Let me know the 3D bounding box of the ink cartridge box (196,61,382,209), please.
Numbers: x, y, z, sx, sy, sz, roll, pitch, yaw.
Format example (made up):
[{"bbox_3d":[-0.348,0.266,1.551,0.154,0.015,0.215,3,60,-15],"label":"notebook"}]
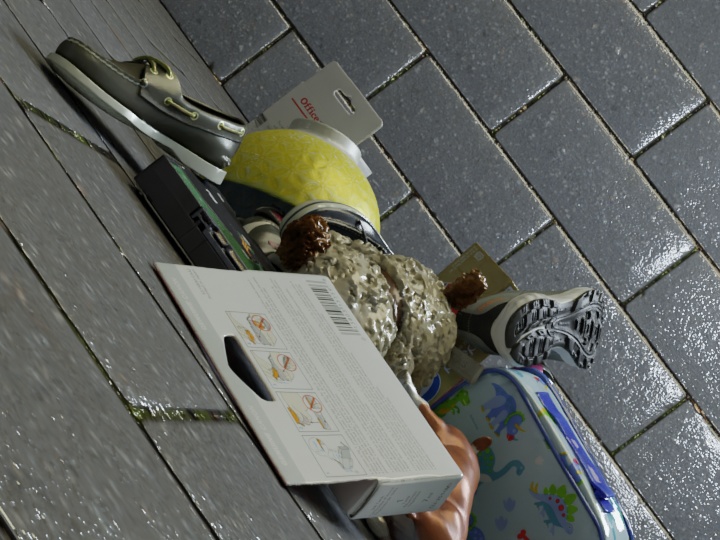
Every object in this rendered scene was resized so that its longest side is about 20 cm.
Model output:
[{"bbox_3d":[-0.070,-0.123,1.591,0.116,0.199,0.067,54,2,30],"label":"ink cartridge box"}]

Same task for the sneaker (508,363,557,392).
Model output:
[{"bbox_3d":[0.150,0.176,1.331,0.088,0.073,0.201,-111,-156,-48],"label":"sneaker"}]

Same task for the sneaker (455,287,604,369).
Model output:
[{"bbox_3d":[0.159,0.046,1.297,0.079,0.075,0.199,12,4,37],"label":"sneaker"}]

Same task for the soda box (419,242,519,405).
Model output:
[{"bbox_3d":[0.061,0.071,1.343,0.068,0.200,0.064,50,0,45],"label":"soda box"}]

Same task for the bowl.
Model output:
[{"bbox_3d":[-0.056,-0.088,1.452,0.199,0.108,0.200,25,-14,7],"label":"bowl"}]

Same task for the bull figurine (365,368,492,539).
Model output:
[{"bbox_3d":[0.049,0.156,1.114,0.122,0.065,0.200,48,21,-17],"label":"bull figurine"}]

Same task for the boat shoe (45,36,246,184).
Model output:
[{"bbox_3d":[-0.172,-0.141,1.181,0.072,0.061,0.201,34,0,44],"label":"boat shoe"}]

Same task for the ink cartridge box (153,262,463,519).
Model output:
[{"bbox_3d":[-0.043,0.081,0.984,0.173,0.044,0.200,4,41,-46],"label":"ink cartridge box"}]

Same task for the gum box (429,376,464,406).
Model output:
[{"bbox_3d":[0.060,0.135,1.445,0.066,0.113,0.200,52,2,-15],"label":"gum box"}]

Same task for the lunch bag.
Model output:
[{"bbox_3d":[0.130,0.192,1.228,0.082,0.161,0.201,7,47,-56],"label":"lunch bag"}]

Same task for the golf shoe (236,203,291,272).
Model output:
[{"bbox_3d":[-0.058,0.033,1.372,0.200,0.077,0.088,47,22,-23],"label":"golf shoe"}]

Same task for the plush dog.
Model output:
[{"bbox_3d":[0.003,0.039,1.180,0.171,0.160,0.202,5,65,-57],"label":"plush dog"}]

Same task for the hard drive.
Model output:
[{"bbox_3d":[-0.114,-0.018,1.198,0.140,0.038,0.200,54,2,7],"label":"hard drive"}]

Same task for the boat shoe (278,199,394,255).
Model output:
[{"bbox_3d":[0.000,0.000,1.340,0.200,0.075,0.062,41,12,-42],"label":"boat shoe"}]
